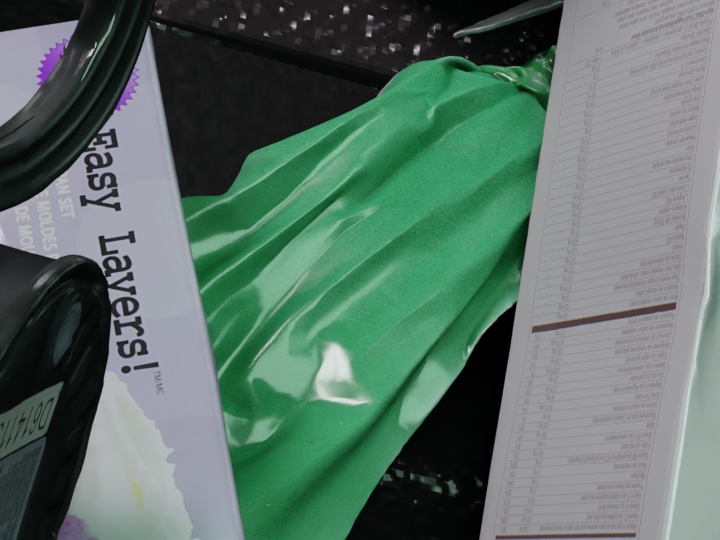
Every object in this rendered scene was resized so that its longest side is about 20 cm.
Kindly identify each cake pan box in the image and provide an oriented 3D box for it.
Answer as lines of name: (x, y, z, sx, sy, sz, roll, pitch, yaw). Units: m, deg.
cake pan box: (-0.125, 0.036, 0.715, 0.184, 0.052, 0.200, -7, 64, -7)

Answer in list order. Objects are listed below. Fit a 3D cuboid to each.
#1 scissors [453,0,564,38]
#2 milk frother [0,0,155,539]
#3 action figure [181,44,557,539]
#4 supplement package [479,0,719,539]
scissors: (0.115, -0.105, 0.873, 0.200, 0.014, 0.073, -13, 40, -9)
milk frother: (-0.148, -0.022, 0.604, 0.188, 0.181, 0.200, 20, 82, 8)
action figure: (0.000, 0.000, 0.805, 0.118, 0.055, 0.200, 43, 61, 8)
supplement package: (0.111, 0.013, 0.765, 0.109, 0.114, 0.200, 13, 81, -20)
